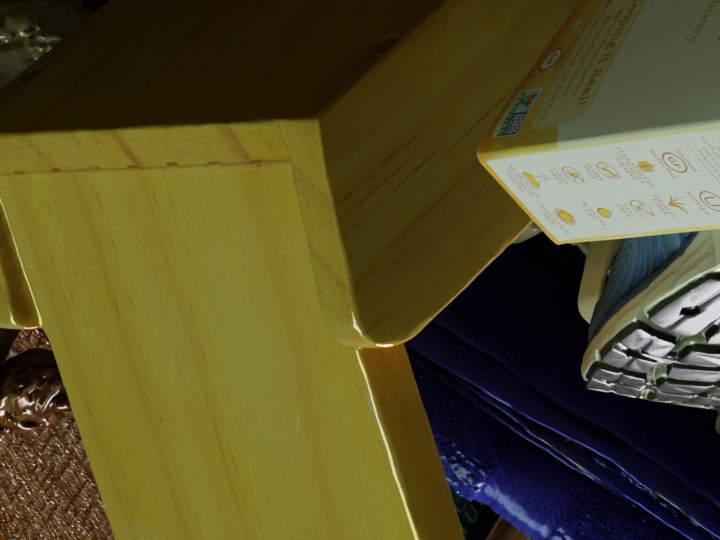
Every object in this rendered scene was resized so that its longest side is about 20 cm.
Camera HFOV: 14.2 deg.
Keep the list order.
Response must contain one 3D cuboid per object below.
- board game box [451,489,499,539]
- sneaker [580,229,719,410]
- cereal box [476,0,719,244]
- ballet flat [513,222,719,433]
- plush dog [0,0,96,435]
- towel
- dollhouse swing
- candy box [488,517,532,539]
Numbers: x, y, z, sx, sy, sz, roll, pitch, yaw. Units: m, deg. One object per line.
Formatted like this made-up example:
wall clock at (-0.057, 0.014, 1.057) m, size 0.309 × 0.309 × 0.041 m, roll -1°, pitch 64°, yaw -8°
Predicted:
board game box at (-0.004, 0.076, 1.045) m, size 0.028 × 0.200 × 0.135 m, roll 7°, pitch 145°, yaw 41°
sneaker at (0.117, -0.029, 0.824) m, size 0.078 × 0.089 × 0.200 m, roll 10°, pitch 143°, yaw -14°
cereal box at (0.129, -0.075, 0.651) m, size 0.040 × 0.144 × 0.200 m, roll 46°, pitch 154°, yaw -22°
ballet flat at (0.080, -0.020, 0.921) m, size 0.200 × 0.072 × 0.072 m, roll 42°, pitch 156°, yaw -14°
plush dog at (-0.153, -0.033, 1.072) m, size 0.200 × 0.172 × 0.160 m, roll 39°, pitch 157°, yaw -12°
towel at (0.089, 0.047, 0.970) m, size 0.200 × 0.148 × 0.050 m, roll 34°, pitch 122°, yaw 2°
dollhouse swing at (0.000, 0.000, 0.876) m, size 0.200 × 0.182 × 0.176 m, roll 0°, pitch 126°, yaw 53°
candy box at (0.064, 0.132, 1.060) m, size 0.055 × 0.200 × 0.115 m, roll 35°, pitch 156°, yaw -1°
